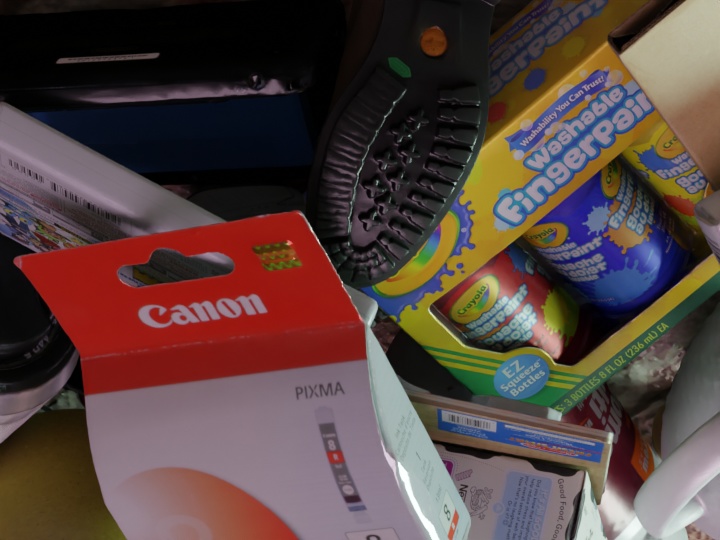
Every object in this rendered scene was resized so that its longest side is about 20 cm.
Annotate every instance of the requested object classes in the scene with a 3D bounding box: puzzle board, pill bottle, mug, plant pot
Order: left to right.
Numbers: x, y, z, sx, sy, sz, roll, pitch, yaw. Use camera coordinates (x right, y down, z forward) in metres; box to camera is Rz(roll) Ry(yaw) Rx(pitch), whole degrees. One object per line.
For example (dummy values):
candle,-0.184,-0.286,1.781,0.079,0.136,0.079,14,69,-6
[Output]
plant pot,-0.158,0.162,1.460,0.199,0.142,0.200,-4,150,-2
puzzle board,0.026,0.075,1.307,0.199,0.017,0.151,11,164,6
pill bottle,0.102,0.106,1.477,0.109,0.110,0.200,-18,128,26
mug,0.223,0.080,1.391,0.200,0.148,0.175,-26,162,-37

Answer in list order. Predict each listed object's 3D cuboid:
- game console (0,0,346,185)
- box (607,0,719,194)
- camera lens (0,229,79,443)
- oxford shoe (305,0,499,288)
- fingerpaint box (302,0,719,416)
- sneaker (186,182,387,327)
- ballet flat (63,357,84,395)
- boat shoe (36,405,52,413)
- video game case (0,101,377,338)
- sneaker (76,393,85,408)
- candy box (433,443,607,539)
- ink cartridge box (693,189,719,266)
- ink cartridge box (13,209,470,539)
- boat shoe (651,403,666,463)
game console,-0.104,-0.069,1.309,0.199,0.176,0.117,-3,111,9
box,0.227,-0.093,1.248,0.163,0.021,0.200,-39,127,3
camera lens,-0.256,0.042,1.416,0.160,0.160,0.200,28,135,-25
oxford shoe,0.021,-0.089,1.227,0.072,0.201,0.084,19,180,-13
fingerpaint box,0.102,-0.036,1.296,0.200,0.073,0.167,-39,126,10
sneaker,0.000,0.000,1.387,0.199,0.085,0.077,-7,156,18
ballet flat,-0.139,0.046,1.429,0.200,0.057,0.067,13,117,53
boat shoe,-0.160,0.138,1.577,0.199,0.066,0.075,33,89,-17
video game case,-0.090,-0.004,1.282,0.200,0.022,0.182,28,166,1
sneaker,-0.085,0.069,1.464,0.200,0.113,0.071,-26,135,31
candy box,0.022,0.132,1.357,0.199,0.061,0.136,9,161,14
ink cartridge box,0.280,-0.010,1.251,0.200,0.057,0.163,-30,108,3
ink cartridge box,-0.058,0.070,1.219,0.162,0.050,0.200,-8,130,28
boat shoe,0.257,0.132,1.535,0.199,0.071,0.069,19,151,-4
